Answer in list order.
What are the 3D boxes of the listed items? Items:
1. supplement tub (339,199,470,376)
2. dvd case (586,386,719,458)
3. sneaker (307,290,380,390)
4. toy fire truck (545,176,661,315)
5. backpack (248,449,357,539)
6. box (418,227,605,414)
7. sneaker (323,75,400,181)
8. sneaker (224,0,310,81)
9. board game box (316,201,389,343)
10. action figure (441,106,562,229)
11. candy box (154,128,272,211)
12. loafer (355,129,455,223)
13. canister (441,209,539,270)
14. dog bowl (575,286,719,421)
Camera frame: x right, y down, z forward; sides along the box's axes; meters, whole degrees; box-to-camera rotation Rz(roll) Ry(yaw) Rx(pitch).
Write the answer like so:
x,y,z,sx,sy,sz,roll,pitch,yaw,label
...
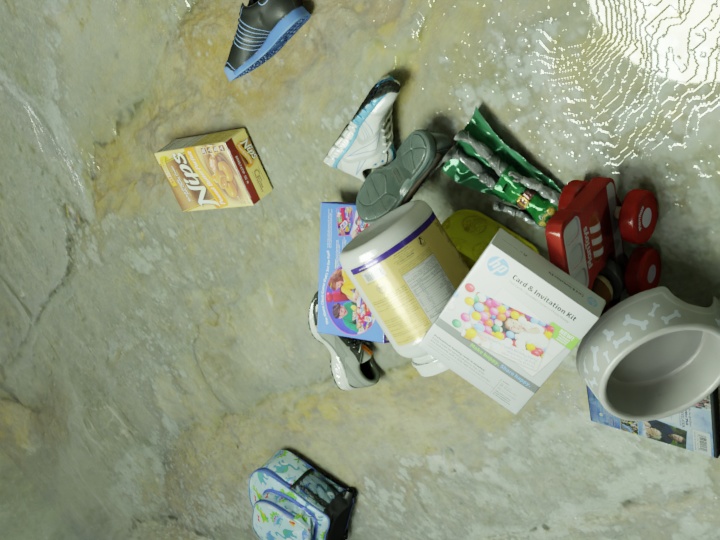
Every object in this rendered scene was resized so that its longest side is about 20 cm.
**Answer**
x,y,z,sx,sy,sz,roll,pitch,yaw,label
0.078,0.024,1.594,0.145,0.145,0.201,-21,106,51,supplement tub
0.400,0.174,1.641,0.198,0.018,0.144,14,129,39,dvd case
-0.024,0.113,1.985,0.078,0.074,0.202,-4,124,36,sneaker
0.287,-0.010,1.479,0.111,0.168,0.202,13,130,37,toy fire truck
-0.130,0.460,2.311,0.199,0.147,0.185,34,138,23,backpack
0.181,0.066,1.451,0.155,0.041,0.201,34,130,2,box
0.024,-0.196,1.683,0.086,0.075,0.200,35,145,-3,sneaker
-0.148,-0.350,1.722,0.199,0.070,0.078,-33,92,46,sneaker
0.000,0.000,1.800,0.133,0.044,0.203,7,97,38,board game box
0.203,-0.112,1.577,0.199,0.055,0.119,37,138,10,action figure
-0.246,-0.165,1.979,0.198,0.055,0.117,-2,119,46,candy box
0.065,-0.127,1.678,0.200,0.062,0.073,-44,60,49,loafer
0.168,0.032,1.703,0.148,0.086,0.202,33,141,22,canister
0.371,0.110,1.479,0.059,0.197,0.202,-106,16,-44,dog bowl
